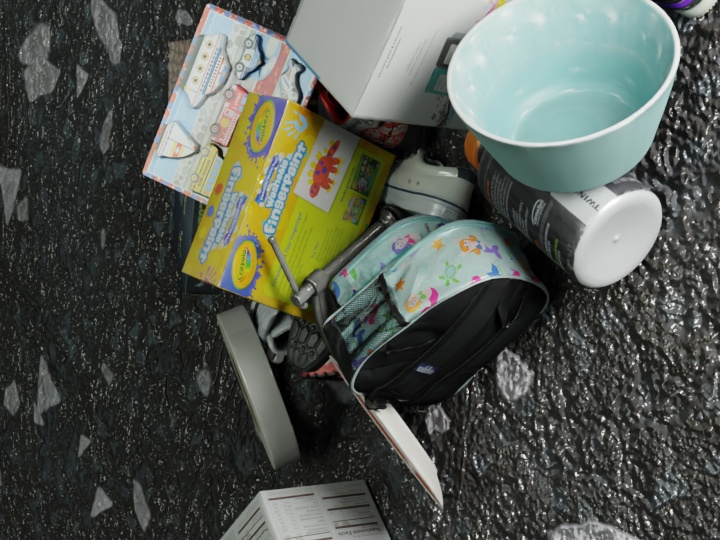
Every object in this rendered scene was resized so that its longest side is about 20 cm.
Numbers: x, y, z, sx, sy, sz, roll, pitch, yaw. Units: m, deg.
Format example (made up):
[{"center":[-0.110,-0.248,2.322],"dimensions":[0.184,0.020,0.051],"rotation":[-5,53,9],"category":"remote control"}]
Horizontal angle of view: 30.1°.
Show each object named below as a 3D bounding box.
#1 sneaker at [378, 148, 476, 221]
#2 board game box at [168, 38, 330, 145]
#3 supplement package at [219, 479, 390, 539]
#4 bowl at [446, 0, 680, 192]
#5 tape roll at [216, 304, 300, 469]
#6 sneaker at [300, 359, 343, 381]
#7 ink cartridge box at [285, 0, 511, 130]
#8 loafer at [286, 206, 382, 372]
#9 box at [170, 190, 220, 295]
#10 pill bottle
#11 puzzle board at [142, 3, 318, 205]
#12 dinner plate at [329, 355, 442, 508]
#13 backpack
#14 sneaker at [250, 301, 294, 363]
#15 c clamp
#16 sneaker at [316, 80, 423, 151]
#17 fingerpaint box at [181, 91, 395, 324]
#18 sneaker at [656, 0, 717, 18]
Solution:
[{"center":[0.058,-0.094,1.462],"dimensions":[0.199,0.073,0.071],"rotation":[22,82,50],"category":"sneaker"},{"center":[-0.116,-0.180,1.562],"dimensions":[0.096,0.199,0.161],"rotation":[5,94,51],"category":"board game box"},{"center":[-0.080,0.348,1.555],"dimensions":[0.200,0.155,0.111],"rotation":[-52,52,38],"category":"supplement package"},{"center":[0.182,-0.146,1.175],"dimensions":[0.201,0.200,0.105],"rotation":[47,165,40],"category":"bowl"},{"center":[-0.124,0.140,1.618],"dimensions":[0.203,0.037,0.205],"rotation":[158,90,-82],"category":"tape roll"},{"center":[-0.004,0.074,1.526],"dimensions":[0.199,0.073,0.088],"rotation":[-14,74,49],"category":"sneaker"},{"center":[0.061,-0.242,1.338],"dimensions":[0.147,0.199,0.147],"rotation":[50,126,38],"category":"ink cartridge box"},{"center":[-0.014,0.025,1.495],"dimensions":[0.068,0.070,0.202],"rotation":[27,86,26],"category":"loafer"},{"center":[-0.202,-0.092,1.701],"dimensions":[0.158,0.050,0.202],"rotation":[-119,34,-59],"category":"box"},{"center":[0.181,-0.080,1.262],"dimensions":[0.200,0.106,0.107],"rotation":[46,125,40],"category":"pill bottle"},{"center":[-0.139,-0.168,1.449],"dimensions":[0.150,0.017,0.202],"rotation":[25,98,12],"category":"puzzle board"},{"center":[0.033,0.166,1.426],"dimensions":[0.024,0.201,0.200],"rotation":[-37,51,-4],"category":"dinner plate"},{"center":[0.080,0.031,1.337],"dimensions":[0.200,0.177,0.152],"rotation":[-38,58,30],"category":"backpack"},{"center":[-0.060,0.014,1.550],"dimensions":[0.201,0.075,0.115],"rotation":[-57,22,20],"category":"sneaker"},{"center":[0.000,0.000,1.404],"dimensions":[0.027,0.200,0.172],"rotation":[6,121,43],"category":"c clamp"},{"center":[0.005,-0.231,1.465],"dimensions":[0.067,0.107,0.203],"rotation":[-34,55,45],"category":"sneaker"},{"center":[-0.074,-0.061,1.403],"dimensions":[0.073,0.166,0.202],"rotation":[18,87,47],"category":"fingerpaint box"},{"center":[0.236,-0.311,1.194],"dimensions":[0.070,0.099,0.201],"rotation":[-55,51,33],"category":"sneaker"}]
